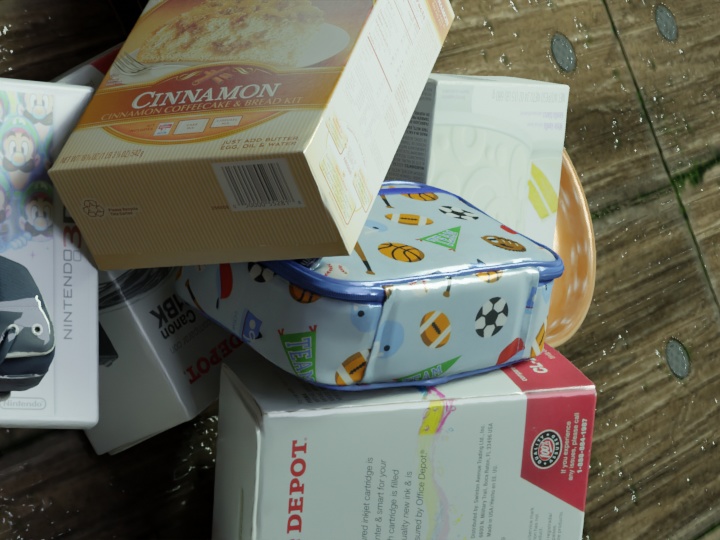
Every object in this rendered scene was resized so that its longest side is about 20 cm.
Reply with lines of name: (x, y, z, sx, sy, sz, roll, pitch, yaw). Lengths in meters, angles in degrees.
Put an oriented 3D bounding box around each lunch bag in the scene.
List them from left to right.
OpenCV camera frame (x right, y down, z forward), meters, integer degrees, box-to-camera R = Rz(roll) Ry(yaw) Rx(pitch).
lunch bag: (0.000, 0.000, 1.349, 0.199, 0.160, 0.076, -2, 115, -39)

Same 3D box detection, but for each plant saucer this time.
plant saucer: (0.092, -0.037, 1.713, 0.199, 0.037, 0.202, 24, 57, -42)

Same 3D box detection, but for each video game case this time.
video game case: (-0.228, -0.012, 1.256, 0.199, 0.024, 0.184, 3, 82, -30)

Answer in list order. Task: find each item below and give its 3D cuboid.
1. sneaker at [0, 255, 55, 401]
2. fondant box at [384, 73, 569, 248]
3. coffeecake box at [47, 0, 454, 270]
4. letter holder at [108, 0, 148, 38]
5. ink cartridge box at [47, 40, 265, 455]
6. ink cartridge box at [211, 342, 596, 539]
sneaker: (-0.218, 0.066, 1.173, 0.145, 0.077, 0.204, 15, 57, -30)
fondant box: (0.060, -0.021, 1.523, 0.144, 0.058, 0.202, -4, 103, -51)
coffeecake box: (-0.054, -0.096, 1.308, 0.073, 0.152, 0.201, 66, 33, -36)
letter holder: (-0.083, -0.124, 1.493, 0.142, 0.100, 0.201, -40, 105, -48)
ink cartridge box: (-0.131, -0.018, 1.398, 0.144, 0.083, 0.201, -39, 104, -50)
ink cartridge box: (0.021, 0.123, 1.362, 0.198, 0.083, 0.147, -3, 111, -20)
